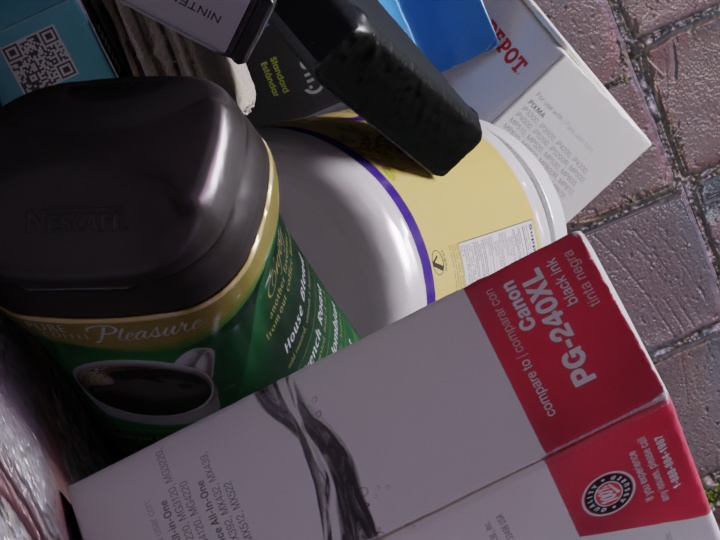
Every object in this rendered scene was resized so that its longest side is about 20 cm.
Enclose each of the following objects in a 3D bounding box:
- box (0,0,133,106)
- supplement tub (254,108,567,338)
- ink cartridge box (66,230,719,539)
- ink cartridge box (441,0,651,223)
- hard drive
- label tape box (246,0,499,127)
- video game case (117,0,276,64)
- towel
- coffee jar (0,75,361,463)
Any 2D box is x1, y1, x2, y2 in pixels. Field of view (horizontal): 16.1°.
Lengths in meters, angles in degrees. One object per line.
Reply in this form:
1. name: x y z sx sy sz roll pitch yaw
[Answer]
1. box: -0.133 -0.117 1.109 0.200 0.049 0.083 -106 172 -59
2. supplement tub: 0.000 0.000 1.146 0.200 0.145 0.146 -18 86 -62
3. ink cartridge box: 0.017 0.096 0.881 0.146 0.199 0.084 63 2 -52
4. ink cartridge box: 0.036 -0.053 1.335 0.083 0.200 0.147 42 10 -32
5. hard drive: -0.036 -0.135 1.068 0.200 0.033 0.139 51 8 27
6. label tape box: -0.050 -0.139 1.273 0.066 0.199 0.144 -1 69 -80
7. video game case: -0.111 -0.132 0.873 0.180 0.026 0.200 27 9 -5
8. towel: -0.089 -0.120 1.109 0.200 0.034 0.133 -62 130 -83
9. coffee jar: -0.062 0.016 0.901 0.200 0.104 0.086 64 30 -51
